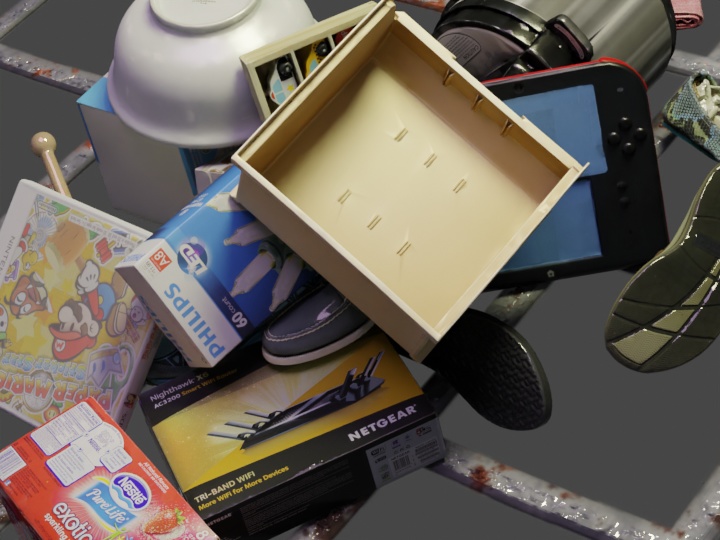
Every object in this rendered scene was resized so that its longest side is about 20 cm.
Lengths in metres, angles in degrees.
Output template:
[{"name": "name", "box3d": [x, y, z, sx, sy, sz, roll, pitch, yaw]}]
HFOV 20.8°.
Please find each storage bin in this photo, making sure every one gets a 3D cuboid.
[{"name": "storage bin", "box3d": [0.038, -0.072, 1.472, 0.200, 0.094, 0.199, 41, 72, 5]}]

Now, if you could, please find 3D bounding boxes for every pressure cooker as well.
[{"name": "pressure cooker", "box3d": [0.155, -0.179, 1.674, 0.178, 0.177, 0.200, 23, 54, 33]}]

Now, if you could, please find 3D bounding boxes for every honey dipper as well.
[{"name": "honey dipper", "box3d": [-0.241, -0.034, 1.654, 0.038, 0.038, 0.201, -22, 67, -8]}]

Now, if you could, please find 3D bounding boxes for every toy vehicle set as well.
[{"name": "toy vehicle set", "box3d": [-0.011, -0.110, 1.642, 0.123, 0.201, 0.027, -24, 26, -10]}]

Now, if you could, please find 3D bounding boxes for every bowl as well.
[{"name": "bowl", "box3d": [-0.126, -0.203, 1.671, 0.199, 0.091, 0.202, -4, 46, 4]}]

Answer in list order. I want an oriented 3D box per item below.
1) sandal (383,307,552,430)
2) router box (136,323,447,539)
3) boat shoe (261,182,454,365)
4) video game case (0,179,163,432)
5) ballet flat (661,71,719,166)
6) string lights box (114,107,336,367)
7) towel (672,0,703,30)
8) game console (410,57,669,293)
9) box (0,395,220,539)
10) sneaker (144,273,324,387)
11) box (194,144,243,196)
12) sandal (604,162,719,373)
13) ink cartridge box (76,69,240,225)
[{"name": "sandal", "box3d": [0.088, 0.057, 1.526, 0.048, 0.076, 0.200, -10, 30, -38]}, {"name": "router box", "box3d": [-0.055, 0.119, 1.509, 0.199, 0.053, 0.157, -24, 41, -10]}, {"name": "boat shoe", "box3d": [0.000, 0.000, 1.532, 0.199, 0.062, 0.073, -32, 35, -12]}, {"name": "video game case", "box3d": [-0.243, 0.038, 1.604, 0.199, 0.023, 0.183, 22, 90, 35]}, {"name": "ballet flat", "box3d": [0.320, -0.106, 1.622, 0.074, 0.075, 0.200, -27, 43, -14]}, {"name": "string lights box", "box3d": [-0.083, -0.027, 1.534, 0.200, 0.103, 0.059, -43, 15, -20]}, {"name": "towel", "box3d": [0.254, -0.291, 1.898, 0.143, 0.023, 0.201, -6, 41, 10]}, {"name": "game console", "box3d": [0.140, -0.073, 1.574, 0.198, 0.178, 0.031, -9, 17, 7]}, {"name": "box", "box3d": [-0.180, 0.196, 1.429, 0.099, 0.096, 0.200, -32, 43, -18]}, {"name": "sneaker", "box3d": [-0.108, 0.020, 1.605, 0.199, 0.096, 0.079, -28, 42, -15]}, {"name": "box", "box3d": [-0.073, -0.098, 1.715, 0.038, 0.042, 0.200, 8, 25, 29]}, {"name": "sandal", "box3d": [0.264, 0.002, 1.535, 0.080, 0.057, 0.201, 37, 72, 3]}, {"name": "ink cartridge box", "box3d": [-0.135, -0.149, 1.777, 0.125, 0.129, 0.200, 18, 51, 32]}]
